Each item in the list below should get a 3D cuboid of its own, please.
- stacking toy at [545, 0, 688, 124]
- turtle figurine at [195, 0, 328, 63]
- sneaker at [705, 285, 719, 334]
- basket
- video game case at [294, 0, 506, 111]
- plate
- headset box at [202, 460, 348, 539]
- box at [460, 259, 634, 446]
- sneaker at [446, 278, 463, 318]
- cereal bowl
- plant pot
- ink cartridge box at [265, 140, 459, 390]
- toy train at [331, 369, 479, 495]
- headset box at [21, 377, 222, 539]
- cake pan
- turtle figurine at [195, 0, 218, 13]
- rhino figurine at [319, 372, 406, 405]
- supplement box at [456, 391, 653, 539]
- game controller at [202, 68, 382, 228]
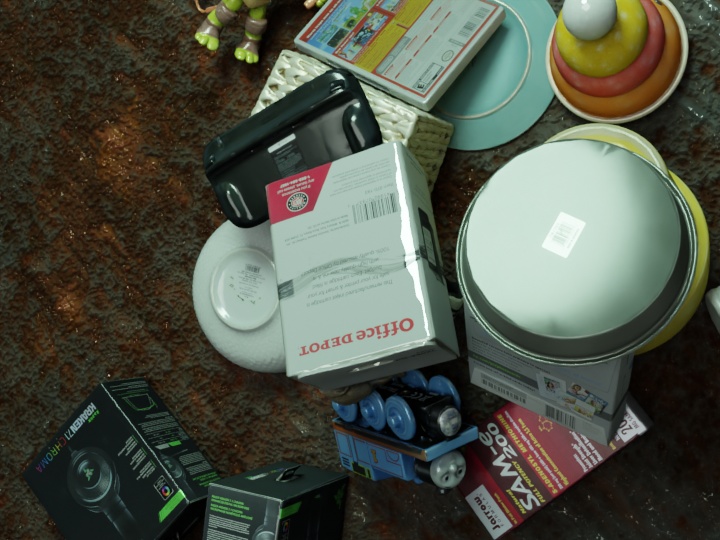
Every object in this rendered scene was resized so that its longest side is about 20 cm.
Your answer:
[{"bbox_3d":[0.237,-0.227,0.924,0.145,0.200,0.147,0,89,21],"label":"stacking toy"},{"bbox_3d":[-0.132,-0.329,1.111,0.162,0.199,0.065,-54,47,34],"label":"turtle figurine"},{"bbox_3d":[0.414,0.092,0.913,0.088,0.075,0.201,-26,77,8],"label":"sneaker"},{"bbox_3d":[-0.011,-0.145,1.057,0.199,0.135,0.124,30,103,21],"label":"basket"},{"bbox_3d":[0.040,-0.266,1.059,0.199,0.017,0.143,32,76,31],"label":"video game case"},{"bbox_3d":[0.125,-0.235,1.067,0.199,0.026,0.202,0,89,22],"label":"plate"},{"bbox_3d":[-0.095,0.314,1.061,0.092,0.174,0.202,7,89,23],"label":"headset box"},{"bbox_3d":[0.172,0.069,0.889,0.155,0.201,0.041,23,60,26],"label":"box"},{"bbox_3d":[0.039,-0.020,1.059,0.200,0.076,0.088,46,131,8],"label":"sneaker"},{"bbox_3d":[-0.117,0.023,1.130,0.199,0.083,0.202,-1,88,24],"label":"cereal bowl"},{"bbox_3d":[0.226,-0.038,0.903,0.199,0.189,0.202,-6,68,16],"label":"plant pot"},{"bbox_3d":[0.000,0.000,0.907,0.144,0.083,0.201,-16,68,18],"label":"ink cartridge box"},{"bbox_3d":[0.043,0.167,1.007,0.200,0.086,0.115,4,110,57],"label":"toy train"},{"bbox_3d":[-0.286,0.266,1.178,0.174,0.093,0.200,-46,73,15],"label":"headset box"},{"bbox_3d":[0.172,-0.023,0.789,0.199,0.037,0.202,-6,69,17],"label":"cake pan"},{"bbox_3d":[-0.153,-0.425,1.168,0.199,0.064,0.162,-34,93,25],"label":"turtle figurine"},{"bbox_3d":[-0.009,0.075,1.015,0.087,0.200,0.060,-26,112,6],"label":"rhino figurine"},{"bbox_3d":[0.192,0.179,1.005,0.200,0.061,0.109,-42,72,17],"label":"supplement box"},{"bbox_3d":[-0.074,-0.124,0.998,0.199,0.042,0.105,-26,93,22],"label":"game controller"}]
